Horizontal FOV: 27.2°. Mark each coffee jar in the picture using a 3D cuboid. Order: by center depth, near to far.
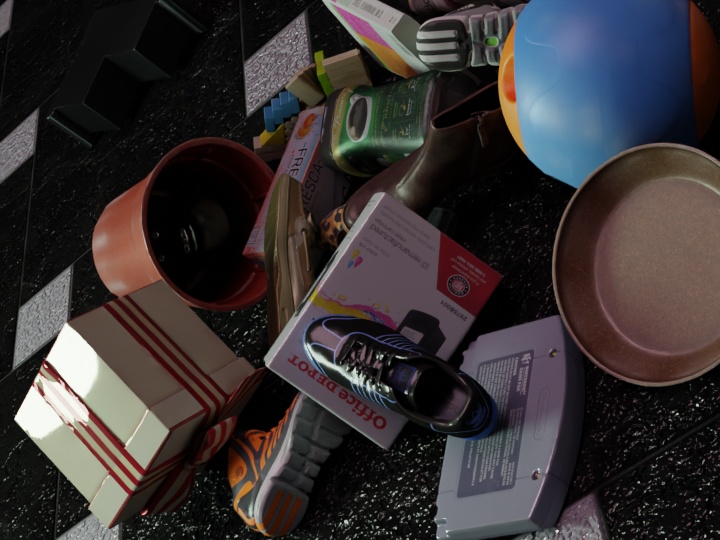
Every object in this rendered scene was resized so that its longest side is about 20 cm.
[{"bbox_3d":[0.039,-0.160,1.648,0.199,0.085,0.106,-1,78,50],"label":"coffee jar"}]

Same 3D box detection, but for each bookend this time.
[{"bbox_3d":[-0.352,-0.299,2.246,0.199,0.092,0.200,-2,61,48],"label":"bookend"}]

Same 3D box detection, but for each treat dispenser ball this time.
[{"bbox_3d":[0.223,-0.171,1.337,0.200,0.200,0.202,-31,40,30],"label":"treat dispenser ball"}]

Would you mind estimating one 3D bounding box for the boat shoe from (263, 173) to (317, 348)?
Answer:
[{"bbox_3d":[-0.067,-0.006,1.619,0.073,0.062,0.203,129,141,-66],"label":"boat shoe"}]

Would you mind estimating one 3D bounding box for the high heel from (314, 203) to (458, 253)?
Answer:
[{"bbox_3d":[0.000,0.000,1.571,0.199,0.071,0.143,-2,53,39],"label":"high heel"}]

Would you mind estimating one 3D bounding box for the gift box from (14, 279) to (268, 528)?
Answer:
[{"bbox_3d":[-0.216,0.136,1.575,0.199,0.187,0.185,-29,-22,-49],"label":"gift box"}]

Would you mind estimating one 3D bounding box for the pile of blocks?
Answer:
[{"bbox_3d":[-0.070,-0.218,1.841,0.199,0.082,0.063,-37,37,24],"label":"pile of blocks"}]

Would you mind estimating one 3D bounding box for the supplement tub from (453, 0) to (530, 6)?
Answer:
[{"bbox_3d":[0.156,-0.364,1.637,0.199,0.145,0.146,15,72,54],"label":"supplement tub"}]

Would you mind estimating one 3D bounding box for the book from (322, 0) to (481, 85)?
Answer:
[{"bbox_3d":[0.039,-0.265,1.703,0.048,0.133,0.200,-51,34,2],"label":"book"}]

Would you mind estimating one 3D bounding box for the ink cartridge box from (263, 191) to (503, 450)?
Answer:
[{"bbox_3d":[0.020,0.049,1.428,0.201,0.145,0.083,-56,5,-3],"label":"ink cartridge box"}]

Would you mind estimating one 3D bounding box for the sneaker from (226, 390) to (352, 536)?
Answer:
[{"bbox_3d":[-0.078,0.163,1.522,0.112,0.077,0.201,19,76,54],"label":"sneaker"}]

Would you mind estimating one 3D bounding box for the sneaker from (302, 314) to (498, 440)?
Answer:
[{"bbox_3d":[0.029,0.087,1.317,0.199,0.078,0.071,23,83,21],"label":"sneaker"}]

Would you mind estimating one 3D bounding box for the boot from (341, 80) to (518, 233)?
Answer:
[{"bbox_3d":[0.066,-0.113,1.471,0.199,0.167,0.073,-26,71,-6],"label":"boot"}]

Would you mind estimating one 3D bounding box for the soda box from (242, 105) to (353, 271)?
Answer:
[{"bbox_3d":[-0.062,-0.089,1.730,0.063,0.068,0.202,-3,59,50],"label":"soda box"}]

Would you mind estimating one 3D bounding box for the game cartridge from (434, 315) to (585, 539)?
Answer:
[{"bbox_3d":[0.136,0.141,1.321,0.132,0.041,0.202,-21,46,44],"label":"game cartridge"}]

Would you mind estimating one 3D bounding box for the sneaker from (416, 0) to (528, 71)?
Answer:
[{"bbox_3d":[0.164,-0.256,1.573,0.198,0.076,0.116,4,24,13],"label":"sneaker"}]

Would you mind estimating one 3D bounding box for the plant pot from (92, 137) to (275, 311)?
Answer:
[{"bbox_3d":[-0.215,-0.040,1.781,0.195,0.200,0.202,-13,50,54],"label":"plant pot"}]

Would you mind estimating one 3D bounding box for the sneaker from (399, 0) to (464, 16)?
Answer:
[{"bbox_3d":[0.086,-0.386,1.804,0.087,0.074,0.202,-16,54,34],"label":"sneaker"}]

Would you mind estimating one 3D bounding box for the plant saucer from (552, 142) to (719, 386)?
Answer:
[{"bbox_3d":[0.253,-0.004,1.248,0.199,0.036,0.203,-3,86,39],"label":"plant saucer"}]
